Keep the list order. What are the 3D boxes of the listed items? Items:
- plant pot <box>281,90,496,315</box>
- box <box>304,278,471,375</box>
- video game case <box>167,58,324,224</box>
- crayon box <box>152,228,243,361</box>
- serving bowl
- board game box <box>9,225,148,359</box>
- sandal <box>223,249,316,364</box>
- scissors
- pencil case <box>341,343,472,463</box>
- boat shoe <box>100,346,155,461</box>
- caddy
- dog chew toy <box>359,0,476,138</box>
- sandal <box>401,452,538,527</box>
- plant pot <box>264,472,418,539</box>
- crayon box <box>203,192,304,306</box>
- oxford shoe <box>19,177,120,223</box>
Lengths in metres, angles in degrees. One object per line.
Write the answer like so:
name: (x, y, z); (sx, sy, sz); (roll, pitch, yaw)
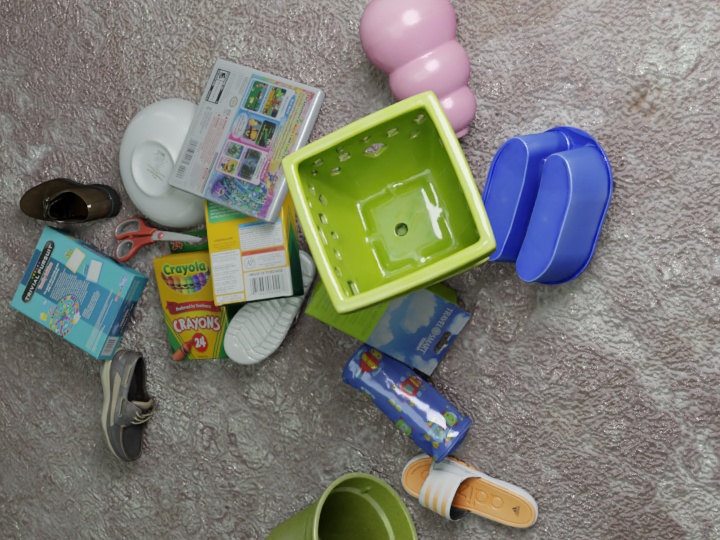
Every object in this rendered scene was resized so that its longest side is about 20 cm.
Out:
plant pot: (0.044, -0.066, 1.070); (0.199, 0.181, 0.201); (-22, 80, 8)
box: (0.038, 0.049, 1.232); (0.199, 0.048, 0.122); (27, 117, -9)
video game case: (-0.165, -0.187, 1.282); (0.181, 0.024, 0.202); (21, 87, 21)
crayon box: (-0.253, 0.038, 1.408); (0.126, 0.051, 0.202); (-6, 99, 28)
serving bowl: (-0.298, -0.161, 1.375); (0.198, 0.066, 0.202); (6, 104, 25)
board game box: (-0.470, 0.036, 1.495); (0.199, 0.047, 0.152); (27, 93, 19)
sandal: (-0.128, 0.060, 1.352); (0.082, 0.050, 0.203); (41, 102, 11)
scissors: (-0.323, -0.062, 1.418); (0.199, 0.014, 0.074); (-12, 66, 33)
pencil case: (0.062, 0.184, 1.267); (0.200, 0.078, 0.087); (39, 146, 13)
boat shoe: (-0.390, 0.231, 1.513); (0.073, 0.074, 0.202); (2, 104, 27)
caddy: (0.230, -0.078, 1.106); (0.141, 0.104, 0.202); (32, 119, 40)
dog chew toy: (0.081, -0.259, 1.131); (0.124, 0.125, 0.201); (-22, 100, 29)
sandal: (0.147, 0.319, 1.268); (0.205, 0.059, 0.080); (12, 107, 24)
plant pot: (-0.046, 0.423, 1.333); (0.184, 0.200, 0.201); (-31, 88, 40)
crayon box: (-0.158, -0.055, 1.310); (0.125, 0.052, 0.202); (-8, 86, 17)
oxford shoe: (-0.500, -0.113, 1.480); (0.198, 0.084, 0.073); (-1, 104, 29)
